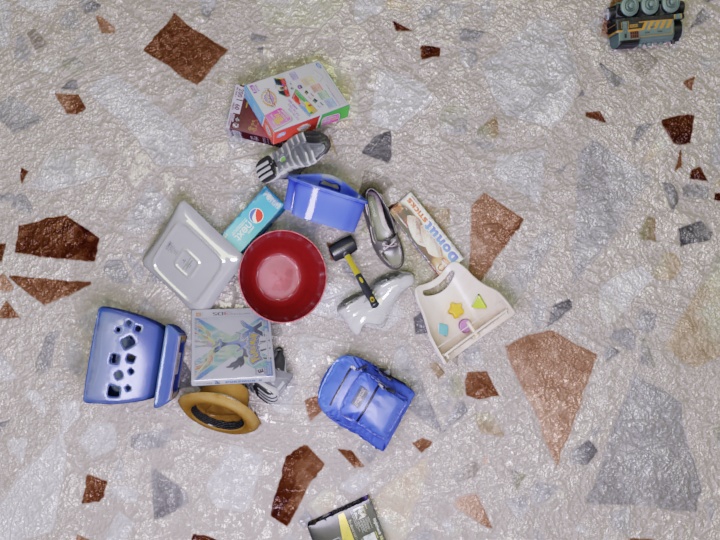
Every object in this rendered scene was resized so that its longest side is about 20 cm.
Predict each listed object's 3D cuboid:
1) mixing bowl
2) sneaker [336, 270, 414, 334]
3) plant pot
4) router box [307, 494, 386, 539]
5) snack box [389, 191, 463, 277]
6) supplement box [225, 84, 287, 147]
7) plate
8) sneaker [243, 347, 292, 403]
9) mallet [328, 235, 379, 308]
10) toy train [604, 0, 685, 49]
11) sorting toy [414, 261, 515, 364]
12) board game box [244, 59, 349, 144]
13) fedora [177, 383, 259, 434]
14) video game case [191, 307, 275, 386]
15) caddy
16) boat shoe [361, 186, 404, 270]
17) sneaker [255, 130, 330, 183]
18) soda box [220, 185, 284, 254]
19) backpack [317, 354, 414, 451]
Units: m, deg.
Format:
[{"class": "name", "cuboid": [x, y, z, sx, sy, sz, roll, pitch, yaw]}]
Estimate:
[{"class": "mixing bowl", "cuboid": [-0.181, 0.015, 1.703, 0.195, 0.108, 0.206, 1, 88, -13]}, {"class": "sneaker", "cuboid": [0.045, 0.076, 1.740, 0.197, 0.078, 0.101, -30, 105, -7]}, {"class": "plant pot", "cuboid": [-0.481, 0.195, 1.645, 0.175, 0.200, 0.206, 9, 83, -6]}, {"class": "router box", "cuboid": [-0.013, 0.630, 1.686, 0.154, 0.052, 0.204, -21, 85, -4]}, {"class": "snack box", "cuboid": [0.153, -0.083, 1.774, 0.071, 0.024, 0.201, -38, 87, -4]}, {"class": "supplement box", "cuboid": [-0.208, -0.354, 1.770, 0.195, 0.061, 0.112, 13, 83, -1]}, {"class": "plate", "cuboid": [-0.385, -0.020, 1.702, 0.199, 0.032, 0.200, 42, 114, 3]}, {"class": "sneaker", "cuboid": [-0.235, 0.206, 1.714, 0.198, 0.076, 0.115, 35, 56, 17]}, {"class": "mallet", "cuboid": [0.000, 0.000, 1.714, 0.065, 0.041, 0.201, -33, 57, -8]}, {"class": "toy train", "cuboid": [0.685, -0.597, 1.818, 0.194, 0.085, 0.117, -6, 97, -4]}, {"class": "sorting toy", "cuboid": [0.218, 0.084, 1.725, 0.198, 0.107, 0.182, -33, 82, -5]}, {"class": "board game box", "cuboid": [-0.145, -0.386, 1.719, 0.196, 0.041, 0.155, -23, 66, -20]}, {"class": "fedora", "cuboid": [-0.303, 0.288, 1.659, 0.196, 0.202, 0.083, 17, 56, 0]}, {"class": "video game case", "cuboid": [-0.283, 0.163, 1.665, 0.177, 0.022, 0.203, -2, 46, -11]}, {"class": "caddy", "cuboid": [-0.079, -0.163, 1.699, 0.196, 0.141, 0.107, 15, 99, -26]}, {"class": "boat shoe", "cuboid": [0.049, -0.097, 1.756, 0.065, 0.057, 0.204, -21, 85, -4]}, {"class": "sneaker", "cuboid": [-0.138, -0.261, 1.730, 0.196, 0.115, 0.077, -20, 87, 24]}, {"class": "soda box", "cuboid": [-0.260, -0.095, 1.740, 0.064, 0.068, 0.200, 42, 85, 2]}, {"class": "backpack", "cuboid": [0.006, 0.276, 1.667, 0.197, 0.168, 0.165, 31, 78, 5]}]
